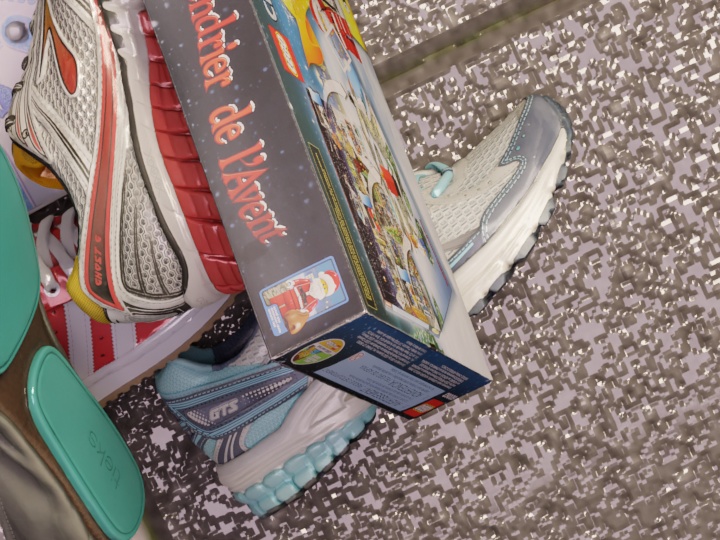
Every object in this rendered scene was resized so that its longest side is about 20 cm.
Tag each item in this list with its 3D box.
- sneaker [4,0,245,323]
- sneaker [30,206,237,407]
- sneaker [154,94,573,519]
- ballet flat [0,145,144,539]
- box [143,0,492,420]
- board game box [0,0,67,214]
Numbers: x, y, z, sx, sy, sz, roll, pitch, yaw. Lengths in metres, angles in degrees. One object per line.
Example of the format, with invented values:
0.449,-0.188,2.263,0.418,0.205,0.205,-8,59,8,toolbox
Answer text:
-0.098,-0.074,0.859,0.082,0.078,0.201,-25,68,14,sneaker
-0.129,-0.001,0.902,0.200,0.071,0.112,-40,128,6,sneaker
0.000,0.000,0.929,0.086,0.078,0.200,42,94,-5,sneaker
-0.136,0.029,0.839,0.063,0.068,0.201,-5,128,20,ballet flat
-0.023,-0.054,0.848,0.037,0.136,0.201,-25,70,15,box
-0.181,-0.106,0.926,0.199,0.026,0.201,-28,100,1,board game box
